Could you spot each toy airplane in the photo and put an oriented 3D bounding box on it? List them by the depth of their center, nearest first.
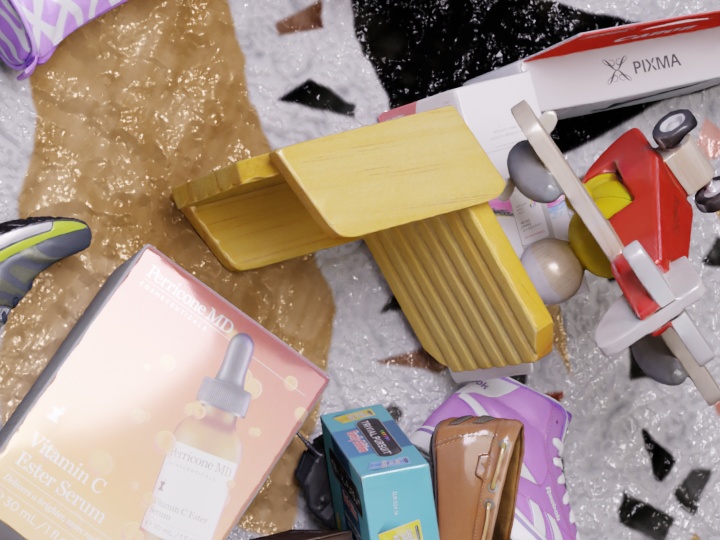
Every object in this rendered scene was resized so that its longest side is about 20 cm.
[{"bbox_3d":[0.166,-0.007,1.521,0.199,0.141,0.201,9,62,-61],"label":"toy airplane"}]

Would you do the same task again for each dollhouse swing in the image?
[{"bbox_3d":[0.000,0.000,1.537,0.181,0.200,0.176,-16,92,-25],"label":"dollhouse swing"}]

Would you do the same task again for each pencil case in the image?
[{"bbox_3d":[-0.165,-0.208,1.548,0.200,0.084,0.086,-32,95,-23],"label":"pencil case"}]

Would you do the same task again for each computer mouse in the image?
[{"bbox_3d":[-0.042,0.116,1.603,0.059,0.034,0.200,-45,98,-4],"label":"computer mouse"}]

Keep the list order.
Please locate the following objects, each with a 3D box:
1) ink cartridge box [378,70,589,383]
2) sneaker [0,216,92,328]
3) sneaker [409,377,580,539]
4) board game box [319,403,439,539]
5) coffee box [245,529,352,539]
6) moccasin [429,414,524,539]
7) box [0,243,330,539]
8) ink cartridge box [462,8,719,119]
[{"bbox_3d":[0.090,-0.028,1.628,0.067,0.116,0.201,-15,92,-28],"label":"ink cartridge box"},{"bbox_3d":[-0.255,0.030,1.495,0.200,0.074,0.081,-33,105,-17],"label":"sneaker"},{"bbox_3d":[0.133,0.160,1.654,0.114,0.073,0.201,-43,102,-26],"label":"sneaker"},{"bbox_3d":[0.022,0.204,1.525,0.047,0.151,0.201,-10,103,-9],"label":"board game box"},{"bbox_3d":[-0.042,0.276,1.536,0.079,0.114,0.201,-10,87,-24],"label":"coffee box"},{"bbox_3d":[0.090,0.198,1.576,0.077,0.074,0.202,1,91,18],"label":"moccasin"},{"bbox_3d":[-0.143,0.111,1.496,0.152,0.106,0.200,36,74,-8],"label":"box"},{"bbox_3d":[0.199,-0.146,1.659,0.199,0.173,0.044,-12,90,-25],"label":"ink cartridge box"}]
